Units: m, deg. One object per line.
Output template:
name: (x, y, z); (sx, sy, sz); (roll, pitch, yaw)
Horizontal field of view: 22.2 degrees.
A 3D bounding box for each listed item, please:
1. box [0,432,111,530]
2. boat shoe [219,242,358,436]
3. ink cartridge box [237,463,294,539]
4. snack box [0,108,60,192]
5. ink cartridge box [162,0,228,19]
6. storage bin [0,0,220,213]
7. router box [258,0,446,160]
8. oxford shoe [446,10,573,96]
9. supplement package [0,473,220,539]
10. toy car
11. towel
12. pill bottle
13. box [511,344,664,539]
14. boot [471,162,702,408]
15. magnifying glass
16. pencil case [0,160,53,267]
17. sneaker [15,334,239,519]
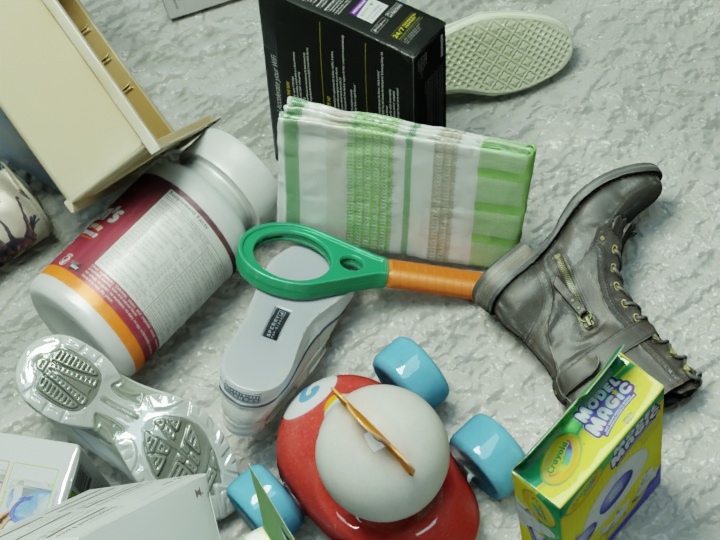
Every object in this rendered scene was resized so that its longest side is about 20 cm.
box: (-0.299, 0.184, 1.388); (0.198, 0.113, 0.102); (7, 64, 14)
boat shoe: (-0.058, 0.054, 1.442); (0.070, 0.070, 0.200); (19, 41, 7)
ink cartridge box: (-0.049, 0.240, 1.262); (0.048, 0.200, 0.146); (-29, 60, -10)
snack box: (-0.307, -0.184, 1.559); (0.067, 0.169, 0.201); (-33, 60, 14)
ink cartridge box: (-0.103, -0.333, 1.658); (0.199, 0.083, 0.148); (-18, 59, 0)
storage bin: (-0.223, -0.166, 1.467); (0.093, 0.199, 0.201); (-35, 93, 16)
router box: (-0.004, -0.139, 1.463); (0.149, 0.201, 0.051); (28, 57, 22)
oxford shoe: (0.080, -0.182, 1.556); (0.198, 0.076, 0.058); (-13, 24, 1)
supplement package: (-0.164, 0.258, 1.236); (0.110, 0.156, 0.202); (-12, 94, 29)
toy car: (0.006, 0.126, 1.314); (0.184, 0.200, 0.177); (-40, 65, -13)
towel: (0.033, -0.067, 1.439); (0.198, 0.150, 0.031); (10, 53, 5)
pill bottle: (-0.160, -0.015, 1.474); (0.109, 0.110, 0.200); (34, 67, 25)
box: (0.161, 0.138, 1.282); (0.048, 0.200, 0.117); (36, 73, 26)
boot: (0.202, 0.030, 1.422); (0.200, 0.069, 0.174); (-39, 67, -7)
magnifying glass: (0.000, 0.000, 1.455); (0.198, 0.023, 0.080); (7, 37, -7)
pencil case: (-0.360, -0.017, 1.530); (0.199, 0.078, 0.090); (-34, 82, -9)
sneaker: (-0.176, 0.122, 1.423); (0.200, 0.099, 0.078); (38, 76, -2)
